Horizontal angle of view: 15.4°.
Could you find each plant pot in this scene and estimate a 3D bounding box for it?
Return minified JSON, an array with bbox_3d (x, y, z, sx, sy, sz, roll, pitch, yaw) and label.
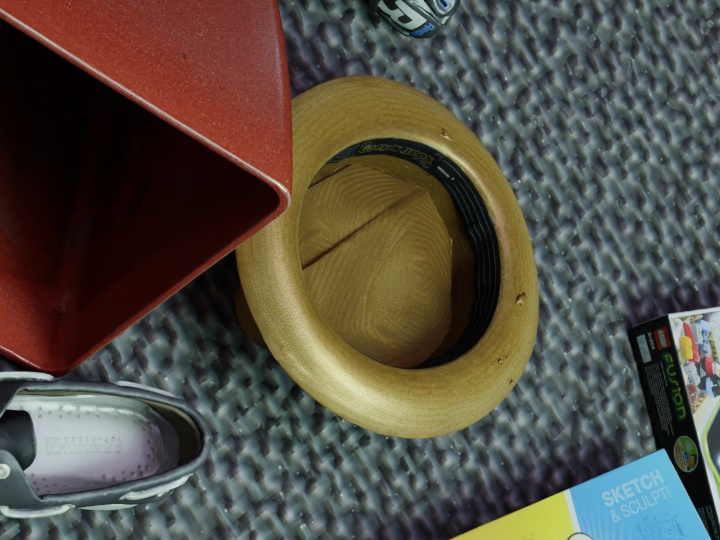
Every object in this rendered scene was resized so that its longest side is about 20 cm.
[{"bbox_3d":[-0.150,-0.102,1.217,0.199,0.200,0.177,32,46,-24],"label":"plant pot"}]

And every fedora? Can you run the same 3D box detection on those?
[{"bbox_3d":[0.000,0.000,1.350,0.200,0.082,0.202,16,63,-36],"label":"fedora"}]

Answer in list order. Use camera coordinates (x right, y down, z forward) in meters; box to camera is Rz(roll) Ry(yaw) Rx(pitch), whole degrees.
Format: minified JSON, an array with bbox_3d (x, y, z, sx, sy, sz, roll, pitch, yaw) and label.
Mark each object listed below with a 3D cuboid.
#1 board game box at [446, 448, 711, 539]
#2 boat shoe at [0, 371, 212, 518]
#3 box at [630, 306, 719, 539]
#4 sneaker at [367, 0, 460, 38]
[{"bbox_3d":[0.114,0.193,1.381,0.199,0.040,0.154,-19,77,-38],"label":"board game box"},{"bbox_3d":[-0.161,0.082,1.221,0.199,0.060,0.074,6,73,-34],"label":"boat shoe"},{"bbox_3d":[0.225,0.119,1.504,0.110,0.035,0.201,-8,80,-37],"label":"box"},{"bbox_3d":[-0.006,-0.159,1.400,0.200,0.073,0.112,-41,99,-38],"label":"sneaker"}]
